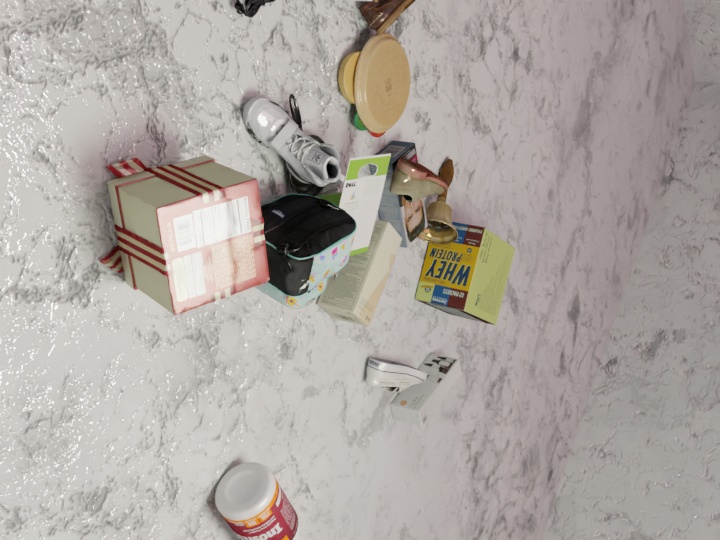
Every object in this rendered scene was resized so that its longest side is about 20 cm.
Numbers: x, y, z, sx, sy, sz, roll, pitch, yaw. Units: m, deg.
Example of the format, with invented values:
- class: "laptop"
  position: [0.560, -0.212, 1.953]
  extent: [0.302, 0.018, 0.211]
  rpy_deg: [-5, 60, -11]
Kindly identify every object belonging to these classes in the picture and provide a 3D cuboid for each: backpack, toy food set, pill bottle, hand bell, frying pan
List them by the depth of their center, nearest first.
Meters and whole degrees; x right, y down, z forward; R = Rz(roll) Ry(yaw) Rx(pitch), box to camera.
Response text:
- class: "backpack"
  position: [-0.108, -0.042, 1.503]
  extent: [0.200, 0.175, 0.154]
  rpy_deg: [-39, 146, -43]
- class: "frying pan"
  position: [-0.112, -0.210, 1.574]
  extent: [0.190, 0.031, 0.116]
  rpy_deg: [52, 58, -47]
- class: "pill bottle"
  position: [-0.176, 0.447, 1.594]
  extent: [0.113, 0.112, 0.201]
  rpy_deg: [-55, 140, -32]
- class: "toy food set"
  position: [0.036, -0.366, 1.742]
  extent: [0.200, 0.048, 0.199]
  rpy_deg: [-56, 141, -33]
- class: "hand bell"
  position: [0.189, -0.172, 2.021]
  extent: [0.104, 0.103, 0.201]
  rpy_deg: [51, 46, -50]

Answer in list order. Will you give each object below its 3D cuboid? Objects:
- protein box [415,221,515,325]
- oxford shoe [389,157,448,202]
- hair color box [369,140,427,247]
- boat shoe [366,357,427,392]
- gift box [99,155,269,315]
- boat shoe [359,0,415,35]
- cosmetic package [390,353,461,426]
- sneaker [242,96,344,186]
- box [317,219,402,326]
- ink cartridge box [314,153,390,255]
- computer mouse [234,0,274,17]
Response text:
- class: "protein box"
  position: [0.252, 0.006, 2.105]
  extent: [0.200, 0.134, 0.200]
  rpy_deg: [23, 81, -57]
- class: "oxford shoe"
  position: [0.115, -0.177, 1.810]
  extent: [0.199, 0.071, 0.074]
  rpy_deg: [11, 115, -58]
- class: "hair color box"
  position: [0.083, -0.161, 1.863]
  extent: [0.099, 0.060, 0.201]
  rpy_deg: [-44, 134, -41]
- class: "boat shoe"
  position: [0.079, 0.241, 1.969]
  extent: [0.200, 0.072, 0.066]
  rpy_deg: [19, 87, -56]
- class: "gift box"
  position: [-0.262, -0.061, 1.255]
  extent: [0.199, 0.186, 0.186]
  rpy_deg: [-15, 115, -34]
- class: "boat shoe"
  position: [0.066, -0.534, 1.722]
  extent: [0.070, 0.070, 0.200]
  rpy_deg: [44, 46, -7]
- class: "cosmetic package"
  position: [0.157, 0.279, 2.090]
  extent: [0.200, 0.082, 0.051]
  rpy_deg: [-46, 132, -41]
- class: "sneaker"
  position: [-0.105, -0.213, 1.479]
  extent: [0.075, 0.115, 0.200]
  rpy_deg: [-53, 129, -11]
- class: "box"
  position: [0.000, 0.000, 1.754]
  extent: [0.078, 0.094, 0.201]
  rpy_deg: [45, 63, -54]
- class: "ink cartridge box"
  position: [-0.030, -0.129, 1.643]
  extent: [0.147, 0.075, 0.201]
  rpy_deg: [-16, 126, -55]
- class: "computer mouse"
  position: [-0.179, -0.500, 1.373]
  extent: [0.141, 0.046, 0.201]
  rpy_deg: [-58, 153, -42]
